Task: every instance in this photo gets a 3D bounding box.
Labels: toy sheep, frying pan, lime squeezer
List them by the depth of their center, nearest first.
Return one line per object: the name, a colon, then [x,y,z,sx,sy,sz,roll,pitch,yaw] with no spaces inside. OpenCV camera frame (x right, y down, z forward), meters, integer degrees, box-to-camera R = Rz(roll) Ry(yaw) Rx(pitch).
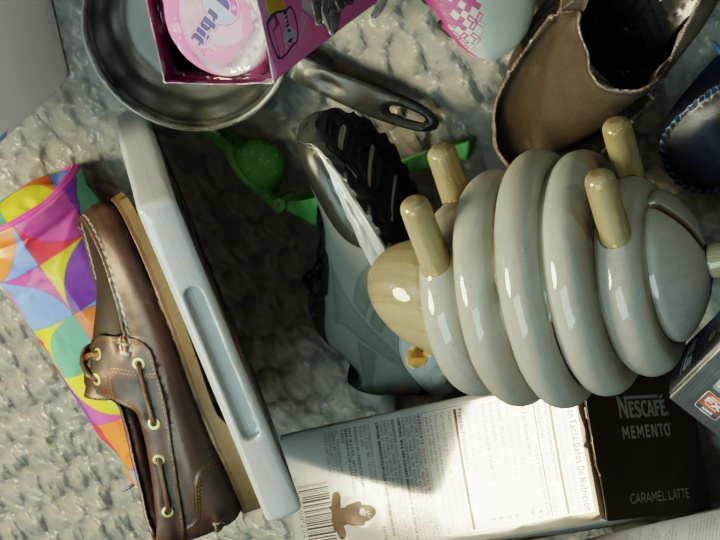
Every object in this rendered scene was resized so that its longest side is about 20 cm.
toy sheep: [0.097,0.001,1.101,0.200,0.138,0.138,-5,120,25]
frying pan: [-0.054,-0.129,1.207,0.190,0.031,0.115,0,116,11]
lime squeezer: [-0.039,-0.063,1.243,0.200,0.038,0.071,18,129,18]

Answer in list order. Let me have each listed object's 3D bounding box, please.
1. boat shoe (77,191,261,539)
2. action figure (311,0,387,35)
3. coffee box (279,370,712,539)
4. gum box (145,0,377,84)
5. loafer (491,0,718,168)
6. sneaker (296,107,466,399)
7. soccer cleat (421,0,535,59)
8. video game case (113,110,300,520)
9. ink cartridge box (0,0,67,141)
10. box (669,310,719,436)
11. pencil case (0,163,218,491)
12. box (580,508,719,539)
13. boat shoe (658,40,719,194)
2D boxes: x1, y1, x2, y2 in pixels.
boat shoe: [-0.120,0.059,1.274,0.070,0.070,0.200,-22,101,-7]
action figure: [-0.016,-0.183,1.002,0.102,0.119,0.200,-7,151,33]
coffee box: [0.072,0.108,1.240,0.200,0.114,0.080,-14,81,35]
gum box: [-0.061,-0.202,1.091,0.066,0.114,0.200,1,116,28]
loafer: [0.114,-0.108,1.101,0.073,0.071,0.200,35,133,3]
sneaker: [0.000,0.000,1.211,0.079,0.074,0.200,-9,133,16]
soccer cleat: [0.063,-0.188,1.070,0.086,0.070,0.200,7,125,35]
video game case: [-0.085,0.018,1.230,0.023,0.200,0.182,-22,109,-2]
ink cartridge box: [-0.294,-0.141,1.256,0.200,0.147,0.146,7,126,24]
box: [0.272,0.059,1.076,0.200,0.048,0.158,38,122,-7]
pencil case: [-0.148,0.035,1.345,0.088,0.088,0.200,-16,113,36]
box: [0.216,0.178,1.238,0.200,0.036,0.144,-18,136,39]
boat shoe: [0.212,-0.087,1.063,0.084,0.069,0.200,48,132,-9]
